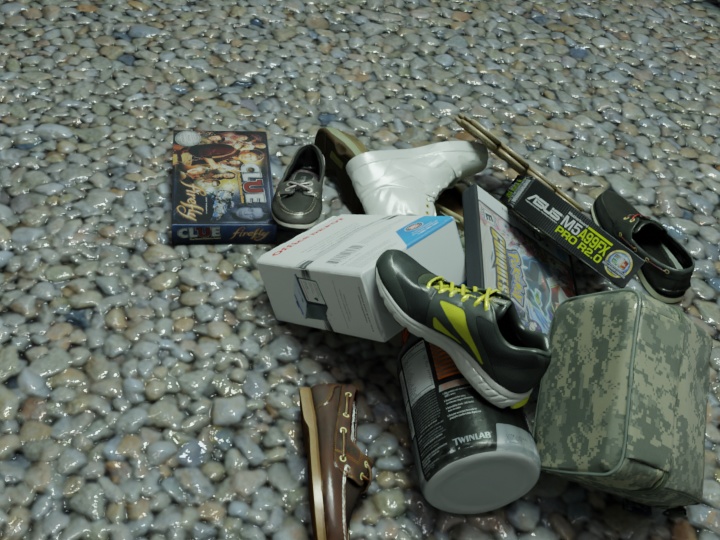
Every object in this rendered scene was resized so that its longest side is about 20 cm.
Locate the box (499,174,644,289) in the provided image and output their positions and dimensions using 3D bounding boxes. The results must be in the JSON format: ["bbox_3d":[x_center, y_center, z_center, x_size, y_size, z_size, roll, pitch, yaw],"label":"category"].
[{"bbox_3d":[0.254,-0.053,1.041,0.160,0.044,0.200,37,9,1],"label":"box"}]

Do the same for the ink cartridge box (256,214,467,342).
[{"bbox_3d":[0.000,0.000,0.956,0.146,0.086,0.199,-31,22,-33],"label":"ink cartridge box"}]

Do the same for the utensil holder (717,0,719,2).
[{"bbox_3d":[0.811,-0.606,1.718,0.169,0.171,0.200,-22,55,-28],"label":"utensil holder"}]

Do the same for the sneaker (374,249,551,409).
[{"bbox_3d":[0.103,0.039,0.812,0.200,0.085,0.074,41,37,7],"label":"sneaker"}]

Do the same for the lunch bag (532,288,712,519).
[{"bbox_3d":[0.282,0.137,0.856,0.167,0.139,0.201,20,71,-25],"label":"lunch bag"}]

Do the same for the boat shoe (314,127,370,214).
[{"bbox_3d":[0.008,-0.140,1.180,0.076,0.072,0.200,-5,45,-31],"label":"boat shoe"}]

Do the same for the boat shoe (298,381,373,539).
[{"bbox_3d":[-0.021,0.192,0.835,0.070,0.071,0.201,-2,46,-7],"label":"boat shoe"}]

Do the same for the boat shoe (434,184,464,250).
[{"bbox_3d":[0.117,-0.098,1.156,0.073,0.063,0.200,-20,51,-26],"label":"boat shoe"}]

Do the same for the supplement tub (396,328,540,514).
[{"bbox_3d":[0.105,0.137,0.877,0.122,0.123,0.201,0,45,-10],"label":"supplement tub"}]

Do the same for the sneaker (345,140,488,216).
[{"bbox_3d":[0.088,-0.099,1.082,0.199,0.074,0.116,-11,69,-20],"label":"sneaker"}]

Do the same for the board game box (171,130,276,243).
[{"bbox_3d":[-0.187,-0.117,1.141,0.134,0.035,0.201,-1,46,-11],"label":"board game box"}]

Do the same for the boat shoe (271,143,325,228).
[{"bbox_3d":[-0.080,-0.114,1.099,0.066,0.057,0.200,3,25,0],"label":"boat shoe"}]

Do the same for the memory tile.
[{"bbox_3d":[0.214,-0.147,1.153,0.199,0.017,0.153,36,11,-13],"label":"memory tile"}]

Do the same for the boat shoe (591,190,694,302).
[{"bbox_3d":[0.389,-0.048,1.157,0.073,0.063,0.202,-10,46,-16],"label":"boat shoe"}]

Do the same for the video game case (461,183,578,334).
[{"bbox_3d":[0.189,0.018,0.960,0.180,0.025,0.201,32,40,-28],"label":"video game case"}]
